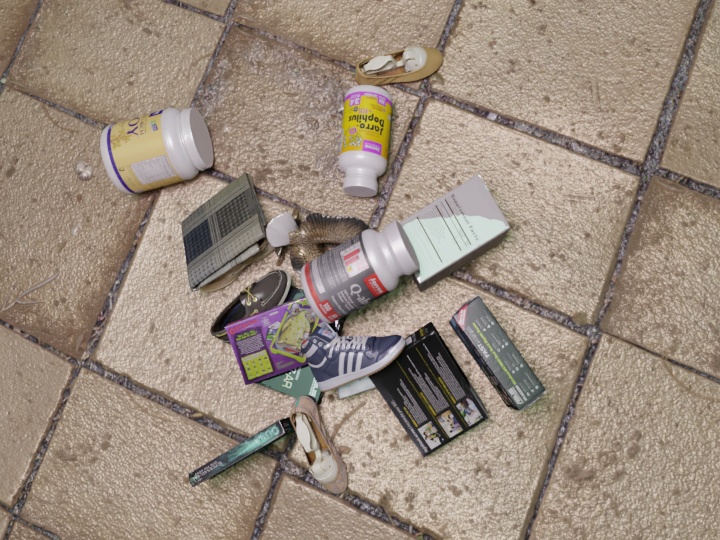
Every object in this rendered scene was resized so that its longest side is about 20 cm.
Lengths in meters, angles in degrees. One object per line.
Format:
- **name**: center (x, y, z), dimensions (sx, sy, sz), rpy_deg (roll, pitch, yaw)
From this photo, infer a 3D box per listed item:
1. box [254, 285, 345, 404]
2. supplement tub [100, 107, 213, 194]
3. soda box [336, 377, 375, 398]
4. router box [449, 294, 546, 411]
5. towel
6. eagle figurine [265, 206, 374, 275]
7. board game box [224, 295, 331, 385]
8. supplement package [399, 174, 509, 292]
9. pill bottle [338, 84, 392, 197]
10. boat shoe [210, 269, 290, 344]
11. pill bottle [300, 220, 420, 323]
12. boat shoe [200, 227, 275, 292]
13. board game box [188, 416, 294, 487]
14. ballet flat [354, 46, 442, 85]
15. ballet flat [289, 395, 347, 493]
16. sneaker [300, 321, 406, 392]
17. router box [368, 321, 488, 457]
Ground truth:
- **box**: center (-0.125, 0.145, 1.131), dimensions (0.155, 0.044, 0.207), rpy_deg (16, 83, 10)
- **supplement tub**: center (-0.424, -0.254, 1.185), dimensions (0.193, 0.145, 0.151), rpy_deg (-14, 79, 5)
- **soda box**: center (0.044, 0.185, 1.091), dimensions (0.194, 0.063, 0.071), rpy_deg (-19, 81, 4)
- **router box**: center (0.242, 0.151, 1.027), dimensions (0.061, 0.150, 0.203), rpy_deg (-34, 77, 0)
- **towel**: center (-0.280, -0.081, 1.151), dimensions (0.197, 0.034, 0.196), rpy_deg (-33, 51, 13)
- **eagle figurine**: center (-0.078, -0.048, 1.110), dimensions (0.197, 0.155, 0.151), rpy_deg (29, 57, 27)
- **board game box**: center (-0.150, 0.130, 1.081), dimensions (0.193, 0.032, 0.124), rpy_deg (-19, 101, 3)
- **supplement package**: center (0.170, -0.068, 1.087), dimensions (0.196, 0.121, 0.122), rpy_deg (-30, 78, 1)
- **pill bottle**: center (0.009, -0.261, 1.150), dimensions (0.100, 0.104, 0.208), rpy_deg (4, 81, 8)
- **boat shoe**: center (-0.218, 0.070, 1.115), dimensions (0.201, 0.060, 0.073), rpy_deg (-45, 52, 16)
- **pill bottle**: center (0.000, 0.000, 1.002), dimensions (0.196, 0.115, 0.119), rpy_deg (-28, 78, 14)
- **boat shoe**: center (-0.264, -0.026, 1.166), dimensions (0.196, 0.065, 0.074), rpy_deg (-31, 78, 1)
- **board game box**: center (-0.214, 0.338, 1.064), dimensions (0.196, 0.135, 0.029), rpy_deg (-31, 78, 2)
- **ballet flat**: center (0.081, -0.434, 1.190), dimensions (0.193, 0.063, 0.071), rpy_deg (-15, 79, 4)
- **ballet flat**: center (-0.085, 0.340, 1.060), dimensions (0.066, 0.067, 0.205), rpy_deg (-25, 92, 11)
- **sneaker**: center (-0.021, 0.134, 1.003), dimensions (0.196, 0.070, 0.111), rpy_deg (-28, 98, 25)
- **router box**: center (0.123, 0.220, 1.032), dimensions (0.147, 0.051, 0.203), rpy_deg (-32, 103, 9)
